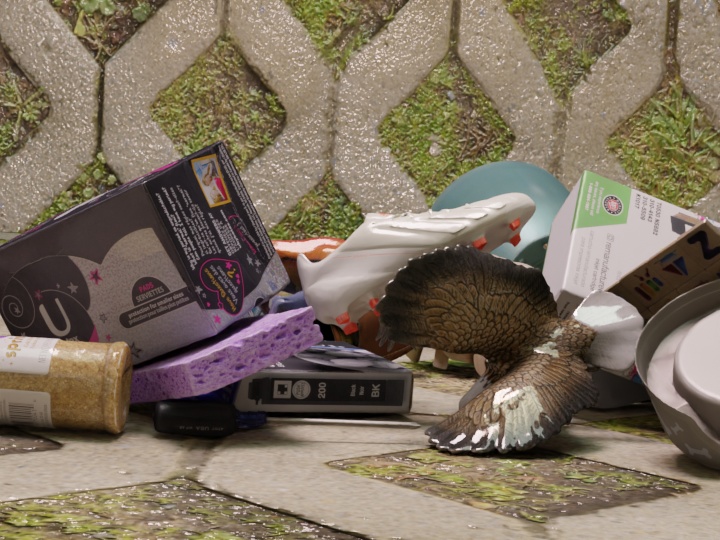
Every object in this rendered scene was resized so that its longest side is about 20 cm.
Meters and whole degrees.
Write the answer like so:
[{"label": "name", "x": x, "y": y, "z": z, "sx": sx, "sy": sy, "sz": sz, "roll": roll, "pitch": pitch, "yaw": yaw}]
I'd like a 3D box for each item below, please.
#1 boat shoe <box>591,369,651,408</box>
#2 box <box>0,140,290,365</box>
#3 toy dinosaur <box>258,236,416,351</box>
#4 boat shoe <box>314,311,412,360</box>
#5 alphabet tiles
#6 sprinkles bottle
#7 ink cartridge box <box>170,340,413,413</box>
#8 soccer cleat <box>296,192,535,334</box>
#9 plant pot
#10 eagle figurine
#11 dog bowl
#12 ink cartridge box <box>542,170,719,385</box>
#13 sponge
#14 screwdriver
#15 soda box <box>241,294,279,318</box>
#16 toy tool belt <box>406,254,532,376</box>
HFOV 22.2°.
[{"label": "boat shoe", "x": 0.262, "y": 0.090, "z": 1.652, "sx": 0.199, "sy": 0.070, "sz": 0.066, "roll": -7, "pitch": 10, "yaw": -27}, {"label": "box", "x": -0.180, "y": 0.003, "z": 1.439, "sx": 0.200, "sy": 0.133, "sz": 0.115, "roll": -20, "pitch": 9, "yaw": 36}, {"label": "toy dinosaur", "x": 0.000, "y": 0.000, "z": 1.516, "sx": 0.181, "sy": 0.200, "sz": 0.105, "roll": -32, "pitch": 14, "yaw": 1}, {"label": "boat shoe", "x": -0.025, "y": 0.068, "z": 1.704, "sx": 0.199, "sy": 0.072, "sz": 0.068, "roll": -10, "pitch": 9, "yaw": -19}, {"label": "alphabet tiles", "x": 0.308, "y": 0.030, "z": 1.451, "sx": 0.200, "sy": 0.167, "sz": 0.008, "roll": -40, "pitch": 14, "yaw": 42}, {"label": "sprinkles bottle", "x": -0.268, "y": 0.079, "z": 1.333, "sx": 0.199, "sy": 0.069, "sz": 0.068, "roll": 4, "pitch": 4, "yaw": 2}, {"label": "ink cartridge box", "x": -0.080, "y": 0.087, "z": 1.548, "sx": 0.199, "sy": 0.044, "sz": 0.198, "roll": 1, "pitch": 5, "yaw": -18}, {"label": "soccer cleat", "x": 0.043, "y": -0.023, "z": 1.468, "sx": 0.199, "sy": 0.078, "sz": 0.069, "roll": -27, "pitch": -20, "yaw": -3}, {"label": "plant pot", "x": 0.182, "y": -0.003, "z": 2.024, "sx": 0.200, "sy": 0.201, "sz": 0.161, "roll": 2, "pitch": 18, "yaw": -19}, {"label": "eagle figurine", "x": 0.116, "y": 0.070, "z": 1.422, "sx": 0.151, "sy": 0.152, "sz": 0.200, "roll": 17, "pitch": 0, "yaw": 28}, {"label": "dog bowl", "x": 0.305, "y": 0.077, "z": 1.355, "sx": 0.199, "sy": 0.059, "sz": 0.200, "roll": -10, "pitch": 31, "yaw": 6}, {"label": "ink cartridge box", "x": 0.260, "y": 0.021, "z": 1.587, "sx": 0.199, "sy": 0.145, "sz": 0.084, "roll": 21, "pitch": -40, "yaw": -6}, {"label": "sponge", "x": -0.117, "y": 0.067, "z": 1.404, "sx": 0.111, "sy": 0.030, "sz": 0.200, "roll": -25, "pitch": 6, "yaw": -26}, {"label": "screwdriver", "x": -0.053, "y": 0.107, "z": 1.352, "sx": 0.199, "sy": 0.029, "sz": 0.028, "roll": -2, "pitch": 5, "yaw": -10}, {"label": "soda box", "x": -0.176, "y": 0.032, "z": 1.680, "sx": 0.199, "sy": 0.064, "sz": 0.068, "roll": -12, "pitch": 9, "yaw": 26}, {"label": "toy tool belt", "x": 0.124, "y": 0.051, "z": 1.790, "sx": 0.200, "sy": 0.123, "sz": 0.125, "roll": 17, "pitch": 14, "yaw": 37}]
